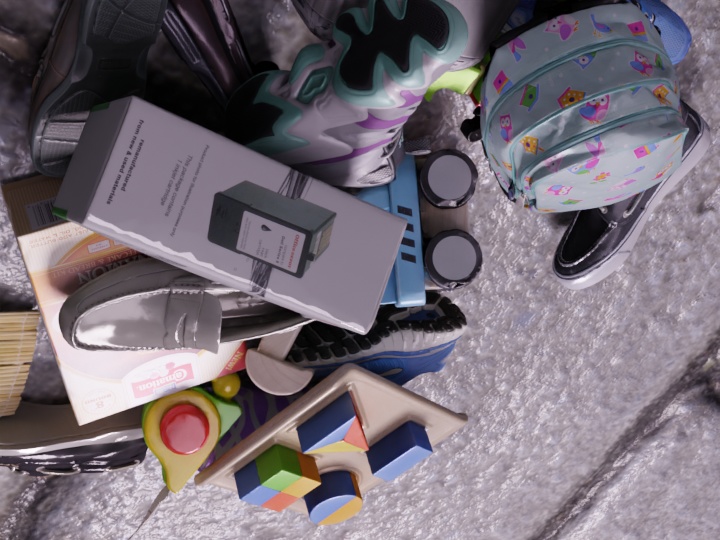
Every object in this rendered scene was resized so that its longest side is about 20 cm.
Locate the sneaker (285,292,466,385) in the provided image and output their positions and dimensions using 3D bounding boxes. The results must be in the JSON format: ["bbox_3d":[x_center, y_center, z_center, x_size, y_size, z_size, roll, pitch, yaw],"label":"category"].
[{"bbox_3d":[0.003,0.082,1.050,0.198,0.079,0.090,-5,126,-23],"label":"sneaker"}]

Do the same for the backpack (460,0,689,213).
[{"bbox_3d":[0.159,-0.112,0.802,0.166,0.128,0.200,-27,167,6],"label":"backpack"}]

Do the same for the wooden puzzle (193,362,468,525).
[{"bbox_3d":[-0.019,0.168,1.012,0.185,0.047,0.199,-38,143,22],"label":"wooden puzzle"}]

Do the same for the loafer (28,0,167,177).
[{"bbox_3d":[-0.185,-0.150,0.792,0.071,0.063,0.200,-1,144,-36],"label":"loafer"}]

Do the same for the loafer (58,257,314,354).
[{"bbox_3d":[-0.124,0.028,0.857,0.198,0.070,0.070,-13,132,-22],"label":"loafer"}]

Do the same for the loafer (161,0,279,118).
[{"bbox_3d":[-0.085,-0.144,0.840,0.063,0.072,0.200,-35,131,0],"label":"loafer"}]

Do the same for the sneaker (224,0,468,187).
[{"bbox_3d":[0.017,-0.112,0.794,0.199,0.079,0.139,-18,152,36],"label":"sneaker"}]

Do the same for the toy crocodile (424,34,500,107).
[{"bbox_3d":[0.140,-0.145,0.951,0.198,0.068,0.062,11,128,-30],"label":"toy crocodile"}]

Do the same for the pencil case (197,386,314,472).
[{"bbox_3d":[-0.070,0.151,1.080,0.198,0.085,0.085,4,163,-26],"label":"pencil case"}]

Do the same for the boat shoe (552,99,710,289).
[{"bbox_3d":[0.238,-0.073,1.055,0.068,0.072,0.200,27,109,-41],"label":"boat shoe"}]

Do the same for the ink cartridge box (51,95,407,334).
[{"bbox_3d":[-0.090,-0.035,0.760,0.199,0.146,0.085,23,86,-24],"label":"ink cartridge box"}]

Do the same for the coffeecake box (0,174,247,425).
[{"bbox_3d":[-0.181,0.009,0.911,0.152,0.073,0.201,-19,133,-15],"label":"coffeecake box"}]

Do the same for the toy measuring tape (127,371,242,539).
[{"bbox_3d":[-0.178,0.159,0.975,0.200,0.073,0.074,-50,133,-4],"label":"toy measuring tape"}]

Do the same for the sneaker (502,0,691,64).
[{"bbox_3d":[0.195,-0.193,0.916,0.198,0.089,0.079,5,114,-31],"label":"sneaker"}]

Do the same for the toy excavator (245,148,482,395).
[{"bbox_3d":[0.000,0.000,0.953,0.198,0.100,0.197,-4,88,1],"label":"toy excavator"}]

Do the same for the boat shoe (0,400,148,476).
[{"bbox_3d":[-0.273,0.148,0.985,0.198,0.074,0.061,-4,124,-34],"label":"boat shoe"}]

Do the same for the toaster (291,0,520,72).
[{"bbox_3d":[0.033,-0.224,0.802,0.198,0.114,0.130,5,127,-32],"label":"toaster"}]

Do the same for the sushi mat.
[{"bbox_3d":[-0.329,0.077,0.865,0.199,0.012,0.097,0,110,-59],"label":"sushi mat"}]
